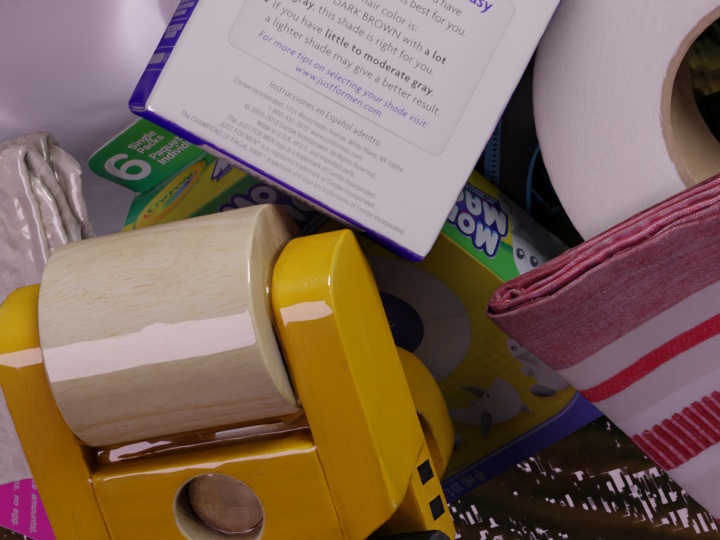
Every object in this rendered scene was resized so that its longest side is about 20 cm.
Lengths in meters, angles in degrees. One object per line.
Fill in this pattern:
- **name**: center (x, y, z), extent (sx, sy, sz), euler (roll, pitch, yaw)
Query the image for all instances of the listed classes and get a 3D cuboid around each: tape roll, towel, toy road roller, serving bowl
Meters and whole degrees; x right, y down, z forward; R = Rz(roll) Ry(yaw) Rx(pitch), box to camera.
- **tape roll**: center (0.160, -0.059, 0.965), extent (0.202, 0.037, 0.204), euler (9, 125, 14)
- **towel**: center (0.160, 0.048, 1.003), extent (0.200, 0.023, 0.144), euler (41, 134, -22)
- **towel**: center (-0.172, 0.025, 1.138), extent (0.199, 0.034, 0.133), euler (-13, 99, 37)
- **toy road roller**: center (-0.032, 0.057, 0.994), extent (0.122, 0.146, 0.201), euler (-10, 116, 18)
- **serving bowl**: center (-0.126, -0.099, 1.148), extent (0.199, 0.066, 0.201), euler (6, 105, 24)

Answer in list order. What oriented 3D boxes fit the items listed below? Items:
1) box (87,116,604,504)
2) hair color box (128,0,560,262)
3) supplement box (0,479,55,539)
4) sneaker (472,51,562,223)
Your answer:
- **box**: center (0.000, 0.000, 1.050), extent (0.200, 0.048, 0.117), euler (39, 130, -22)
- **hair color box**: center (0.016, -0.117, 0.946), extent (0.109, 0.065, 0.201), euler (28, 90, -11)
- **supplement box**: center (-0.110, 0.053, 1.192), extent (0.199, 0.101, 0.104), euler (20, 119, 25)
- **sneaker**: center (0.030, -0.033, 1.077), extent (0.082, 0.073, 0.200), euler (46, 129, 6)
